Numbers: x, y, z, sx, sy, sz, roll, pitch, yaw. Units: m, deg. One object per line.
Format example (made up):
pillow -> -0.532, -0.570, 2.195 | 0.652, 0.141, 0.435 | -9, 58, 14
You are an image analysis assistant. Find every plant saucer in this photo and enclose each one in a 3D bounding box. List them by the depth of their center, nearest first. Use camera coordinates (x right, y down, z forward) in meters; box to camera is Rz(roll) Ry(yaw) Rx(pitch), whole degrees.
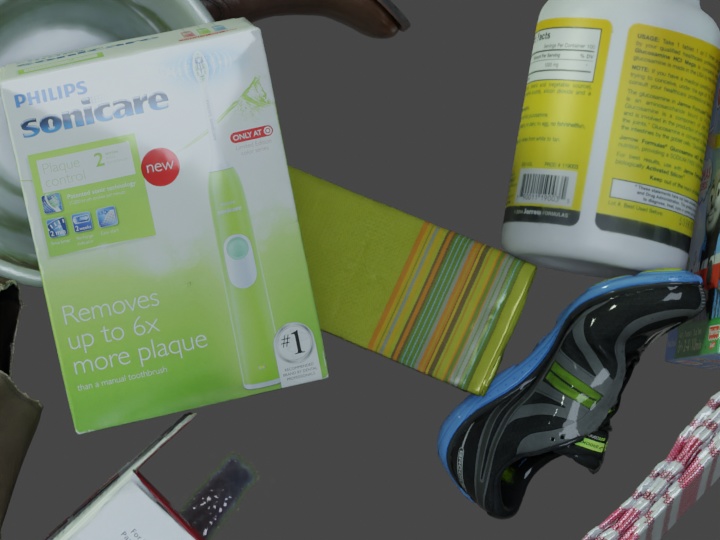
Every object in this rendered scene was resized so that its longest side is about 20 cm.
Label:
plant saucer -> -0.169, -0.091, 1.500 | 0.199, 0.050, 0.201 | -2, 100, -9

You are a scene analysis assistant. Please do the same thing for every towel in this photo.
towel -> 0.162, 0.143, 1.525 | 0.030, 0.146, 0.200 | 43, 83, 13
towel -> 0.000, 0.000, 1.553 | 0.200, 0.018, 0.086 | 23, 79, 15

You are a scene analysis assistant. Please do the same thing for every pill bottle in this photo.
pill bottle -> 0.153, -0.099, 1.553 | 0.112, 0.112, 0.201 | 11, 86, -5

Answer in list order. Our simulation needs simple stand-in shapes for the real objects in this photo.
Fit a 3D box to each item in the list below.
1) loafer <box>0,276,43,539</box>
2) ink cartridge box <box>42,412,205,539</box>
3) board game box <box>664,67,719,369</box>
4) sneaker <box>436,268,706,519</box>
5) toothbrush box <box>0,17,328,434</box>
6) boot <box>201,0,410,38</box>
loafer -> -0.213, 0.084, 1.445 | 0.071, 0.073, 0.201 | -12, 67, 10
ink cartridge box -> -0.132, 0.167, 1.464 | 0.176, 0.200, 0.084 | -44, 92, -5
board game box -> 0.223, -0.045, 1.537 | 0.036, 0.151, 0.201 | 10, 85, -4
sneaker -> 0.132, 0.072, 1.527 | 0.200, 0.071, 0.083 | -44, 60, 22
toothbrush box -> -0.110, -0.027, 1.452 | 0.145, 0.086, 0.201 | -12, 100, -7
boot -> -0.093, -0.116, 1.559 | 0.186, 0.064, 0.200 | 30, 87, -4
